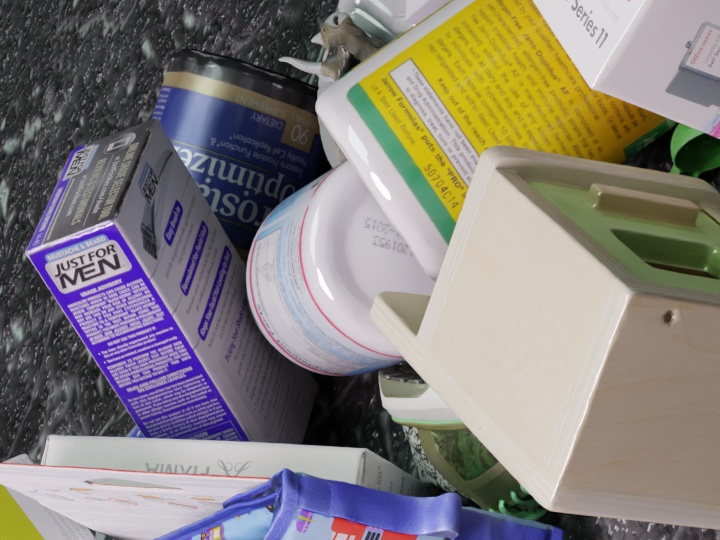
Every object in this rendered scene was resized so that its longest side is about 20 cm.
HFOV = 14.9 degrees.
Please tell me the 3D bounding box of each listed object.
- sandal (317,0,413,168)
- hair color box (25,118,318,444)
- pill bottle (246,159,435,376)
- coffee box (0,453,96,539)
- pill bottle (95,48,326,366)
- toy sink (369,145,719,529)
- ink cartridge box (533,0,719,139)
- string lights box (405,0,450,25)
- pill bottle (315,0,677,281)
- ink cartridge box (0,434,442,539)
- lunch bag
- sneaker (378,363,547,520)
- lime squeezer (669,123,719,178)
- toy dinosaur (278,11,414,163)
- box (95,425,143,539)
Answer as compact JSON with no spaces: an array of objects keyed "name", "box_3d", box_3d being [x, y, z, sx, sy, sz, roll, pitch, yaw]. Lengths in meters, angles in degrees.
[{"name":"sandal","box_3d":[0.025,-0.149,1.615,0.082,0.050,0.204,22,108,44]},{"name":"hair color box","box_3d":[-0.102,0.029,1.546,0.064,0.201,0.110,-18,28,21]},{"name":"pill bottle","box_3d":[0.000,0.000,1.479,0.200,0.108,0.109,156,129,-74]},{"name":"coffee box","box_3d":[-0.217,0.261,1.520,0.200,0.197,0.201,44,148,46]},{"name":"pill bottle","box_3d":[-0.092,-0.025,1.685,0.112,0.111,0.201,12,84,63]},{"name":"toy sink","box_3d":[0.110,0.018,1.233,0.200,0.130,0.113,47,123,56]},{"name":"ink cartridge box","box_3d":[0.144,-0.114,1.204,0.068,0.199,0.117,-59,29,22]},{"name":"string lights box","box_3d":[0.085,-0.215,1.486,0.059,0.102,0.201,-36,42,50]},{"name":"pill bottle","box_3d":[0.088,-0.093,1.326,0.200,0.113,0.113,-35,32,0]},{"name":"ink cartridge box","box_3d":[-0.084,0.108,1.426,0.199,0.173,0.044,1,71,29]},{"name":"lunch bag","box_3d":[-0.005,0.157,1.344,0.200,0.150,0.095,-43,37,51]},{"name":"sneaker","box_3d":[0.082,0.095,1.361,0.200,0.077,0.089,17,119,62]},{"name":"lime squeezer","box_3d":[0.174,-0.043,1.284,0.200,0.038,0.071,-6,68,60]},{"name":"toy dinosaur","box_3d":[0.019,-0.089,1.514,0.102,0.077,0.200,-40,23,17]},{"name":"box","box_3d":[-0.124,0.180,1.695,0.119,0.041,0.201,-36,41,49]}]
